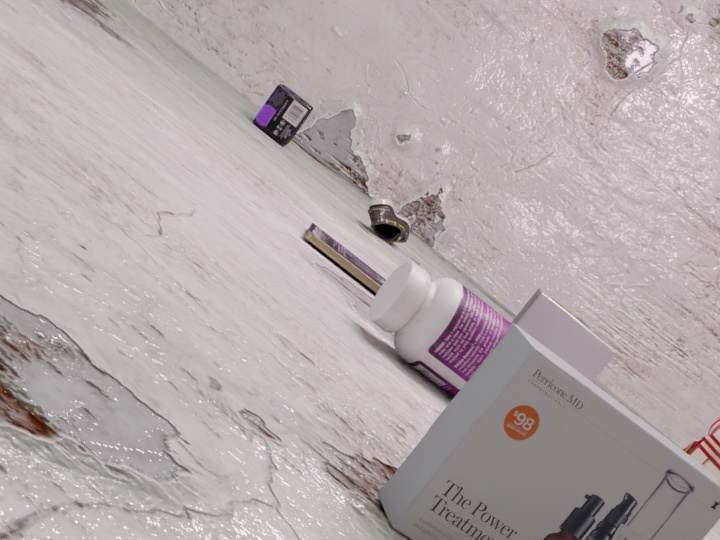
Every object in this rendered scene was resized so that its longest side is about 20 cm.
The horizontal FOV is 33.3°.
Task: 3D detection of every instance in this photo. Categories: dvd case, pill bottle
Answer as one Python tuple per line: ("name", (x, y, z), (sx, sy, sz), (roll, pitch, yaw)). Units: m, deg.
("dvd case", (0.000, 0.000, 1.805), (0.199, 0.016, 0.149), (37, 5, -4))
("pill bottle", (0.110, 0.080, 1.404), (0.199, 0.113, 0.112), (37, 6, -14))

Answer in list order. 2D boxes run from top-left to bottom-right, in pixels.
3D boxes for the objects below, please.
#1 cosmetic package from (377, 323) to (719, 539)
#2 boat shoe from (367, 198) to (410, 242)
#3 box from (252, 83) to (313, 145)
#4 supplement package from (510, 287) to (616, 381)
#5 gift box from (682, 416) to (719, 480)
("cosmetic package", (0.134, 0.154, 0.819), (0.199, 0.151, 0.052), (35, 6, -21))
("boat shoe", (0.064, -0.097, 2.706), (0.071, 0.061, 0.201), (-6, -21, 18))
("box", (-0.197, -0.403, 3.116), (0.106, 0.123, 0.200), (37, 7, -5))
("supplement package", (0.303, 0.135, 1.944), (0.151, 0.151, 0.200), (39, 6, 5))
("gift box", (0.801, 0.430, 2.615), (0.187, 0.184, 0.200), (50, 7, 22))
